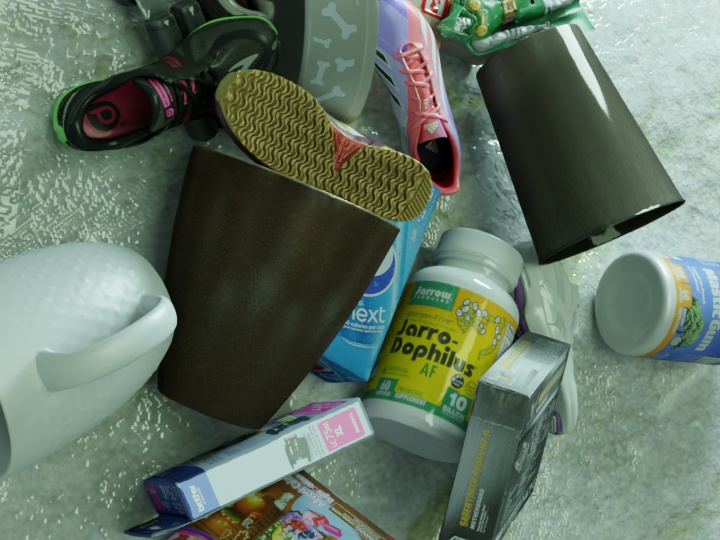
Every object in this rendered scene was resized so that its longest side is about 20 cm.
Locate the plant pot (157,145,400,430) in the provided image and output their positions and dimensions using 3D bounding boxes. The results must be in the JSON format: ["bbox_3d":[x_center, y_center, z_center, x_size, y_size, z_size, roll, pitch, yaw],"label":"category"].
[{"bbox_3d":[-0.090,0.023,1.124,0.187,0.187,0.200,22,89,-30],"label":"plant pot"}]

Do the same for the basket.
[{"bbox_3d":[0.204,-0.126,1.312,0.180,0.136,0.200,-15,79,-44],"label":"basket"}]

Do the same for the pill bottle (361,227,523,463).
[{"bbox_3d":[0.082,0.067,1.255,0.113,0.113,0.200,33,69,-27],"label":"pill bottle"}]

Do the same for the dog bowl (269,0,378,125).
[{"bbox_3d":[-0.042,-0.224,1.161,0.059,0.200,0.200,-3,86,-18],"label":"dog bowl"}]

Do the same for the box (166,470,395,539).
[{"bbox_3d":[-0.046,0.249,1.108,0.137,0.200,0.039,-35,140,-31],"label":"box"}]

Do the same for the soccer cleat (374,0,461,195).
[{"bbox_3d":[0.054,-0.162,1.247,0.067,0.076,0.200,-21,122,-4],"label":"soccer cleat"}]

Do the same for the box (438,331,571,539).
[{"bbox_3d":[0.133,0.154,1.222,0.200,0.048,0.159,-29,133,-68],"label":"box"}]

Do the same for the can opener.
[{"bbox_3d":[-0.167,-0.210,1.163,0.053,0.067,0.200,-34,117,-30],"label":"can opener"}]

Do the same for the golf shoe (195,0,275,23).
[{"bbox_3d":[-0.135,-0.288,1.165,0.077,0.088,0.200,-38,104,-29],"label":"golf shoe"}]

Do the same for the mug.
[{"bbox_3d":[-0.219,0.054,1.006,0.175,0.200,0.148,-30,106,-39],"label":"mug"}]

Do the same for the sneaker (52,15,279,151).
[{"bbox_3d":[-0.153,-0.143,1.102,0.200,0.084,0.077,-28,114,-5],"label":"sneaker"}]

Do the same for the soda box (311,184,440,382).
[{"bbox_3d":[0.000,0.000,1.234,0.064,0.068,0.200,31,69,-27],"label":"soda box"}]

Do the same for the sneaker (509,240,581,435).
[{"bbox_3d":[0.194,0.064,1.351,0.100,0.075,0.200,-16,94,-35],"label":"sneaker"}]

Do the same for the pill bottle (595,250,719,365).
[{"bbox_3d":[0.359,0.043,1.441,0.200,0.112,0.112,7,81,-32],"label":"pill bottle"}]

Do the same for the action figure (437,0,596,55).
[{"bbox_3d":[0.152,-0.261,1.304,0.200,0.055,0.118,-28,103,-29],"label":"action figure"}]

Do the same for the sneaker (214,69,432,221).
[{"bbox_3d":[-0.039,-0.100,1.124,0.200,0.090,0.075,31,86,-19],"label":"sneaker"}]

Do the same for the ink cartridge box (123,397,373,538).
[{"bbox_3d":[-0.099,0.160,1.106,0.200,0.119,0.042,-25,92,-22],"label":"ink cartridge box"}]

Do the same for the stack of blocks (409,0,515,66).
[{"bbox_3d":[0.058,-0.265,1.306,0.200,0.059,0.115,18,75,-31],"label":"stack of blocks"}]
